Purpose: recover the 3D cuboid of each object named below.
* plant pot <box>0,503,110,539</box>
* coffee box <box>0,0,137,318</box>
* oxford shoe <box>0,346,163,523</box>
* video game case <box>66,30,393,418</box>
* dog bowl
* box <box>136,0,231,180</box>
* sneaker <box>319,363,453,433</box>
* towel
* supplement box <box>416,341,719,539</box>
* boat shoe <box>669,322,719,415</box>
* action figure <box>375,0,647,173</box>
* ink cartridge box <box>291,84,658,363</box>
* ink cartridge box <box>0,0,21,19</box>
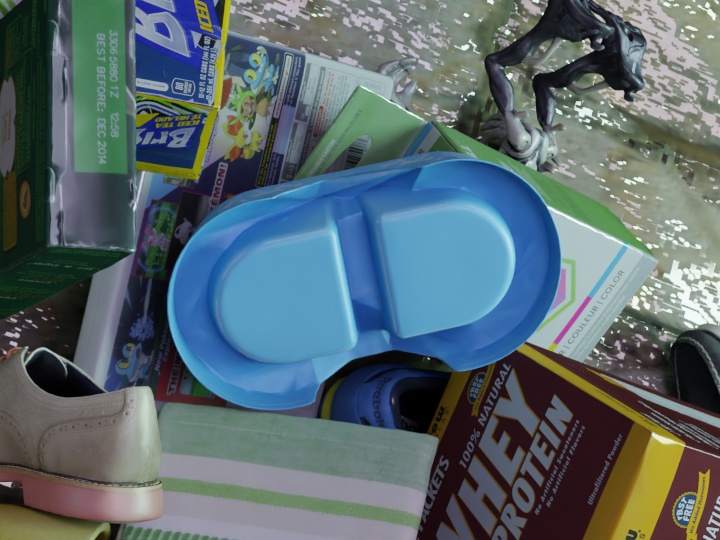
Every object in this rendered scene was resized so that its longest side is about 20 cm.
[{"bbox_3d":[-0.223,0.193,1.359,0.141,0.200,0.201,20,73,2],"label":"plant pot"},{"bbox_3d":[-0.151,-0.051,1.269,0.044,0.200,0.124,4,78,-23],"label":"coffee box"},{"bbox_3d":[-0.171,0.071,1.391,0.071,0.199,0.074,-2,101,-54],"label":"oxford shoe"},{"bbox_3d":[-0.065,-0.020,1.465,0.182,0.023,0.201,11,94,-52],"label":"video game case"},{"bbox_3d":[0.000,0.000,1.410,0.199,0.050,0.112,-12,110,-3],"label":"dog bowl"},{"bbox_3d":[-0.098,-0.146,1.359,0.070,0.064,0.201,10,55,-9],"label":"box"},{"bbox_3d":[0.077,0.097,1.542,0.199,0.078,0.066,16,73,-29],"label":"sneaker"},{"bbox_3d":[-0.055,0.162,1.363,0.152,0.023,0.201,7,60,13],"label":"towel"},{"bbox_3d":[0.153,0.141,1.442,0.199,0.197,0.133,20,95,-28],"label":"supplement box"},{"bbox_3d":[0.206,0.130,1.598,0.067,0.072,0.201,-8,86,-28],"label":"boat shoe"},{"bbox_3d":[0.070,-0.074,1.561,0.119,0.102,0.200,24,112,-44],"label":"action figure"},{"bbox_3d":[0.053,-0.010,1.489,0.200,0.059,0.104,24,108,-39],"label":"ink cartridge box"},{"bbox_3d":[-0.241,-0.177,1.379,0.076,0.199,0.148,54,40,-49],"label":"ink cartridge box"}]
